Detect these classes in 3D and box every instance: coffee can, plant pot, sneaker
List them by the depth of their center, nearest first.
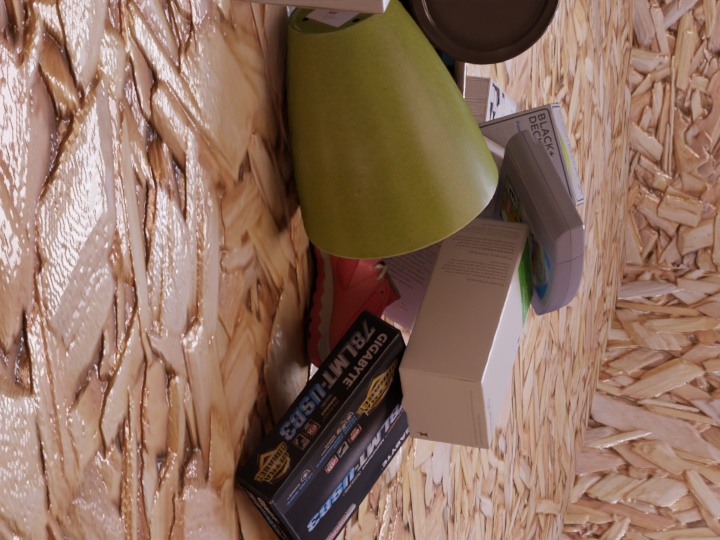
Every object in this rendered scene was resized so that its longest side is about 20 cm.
[{"bbox_3d":[0.009,-0.146,1.481,0.188,0.186,0.201,-65,144,-48],"label":"plant pot"},{"bbox_3d":[0.087,-0.280,1.566,0.200,0.145,0.148,-134,-135,-69],"label":"coffee can"},{"bbox_3d":[0.000,0.000,1.639,0.074,0.086,0.202,-35,131,-71],"label":"sneaker"}]

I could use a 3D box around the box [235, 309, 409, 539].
[{"bbox_3d":[-0.020,0.162,1.579,0.200,0.050,0.199,-52,154,-16],"label":"box"}]

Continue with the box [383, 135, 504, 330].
[{"bbox_3d":[0.075,-0.051,1.743,0.201,0.097,0.124,-61,168,10],"label":"box"}]

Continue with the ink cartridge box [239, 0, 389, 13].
[{"bbox_3d":[-0.027,-0.313,1.281,0.201,0.143,0.146,-67,159,-43],"label":"ink cartridge box"}]

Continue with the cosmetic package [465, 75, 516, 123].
[{"bbox_3d":[0.168,-0.202,2.242,0.200,0.050,0.083,14,84,-75],"label":"cosmetic package"}]

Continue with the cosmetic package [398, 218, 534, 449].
[{"bbox_3d":[0.104,0.057,1.603,0.108,0.084,0.201,79,24,-49],"label":"cosmetic package"}]

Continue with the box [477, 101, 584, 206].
[{"bbox_3d":[0.133,-0.102,1.821,0.060,0.198,0.118,-19,95,-73],"label":"box"}]

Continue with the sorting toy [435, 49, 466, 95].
[{"bbox_3d":[0.098,-0.254,1.908,0.186,0.036,0.201,-97,-178,-57],"label":"sorting toy"}]

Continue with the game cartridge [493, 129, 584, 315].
[{"bbox_3d":[0.177,-0.037,1.661,0.200,0.040,0.134,89,-24,-66],"label":"game cartridge"}]
